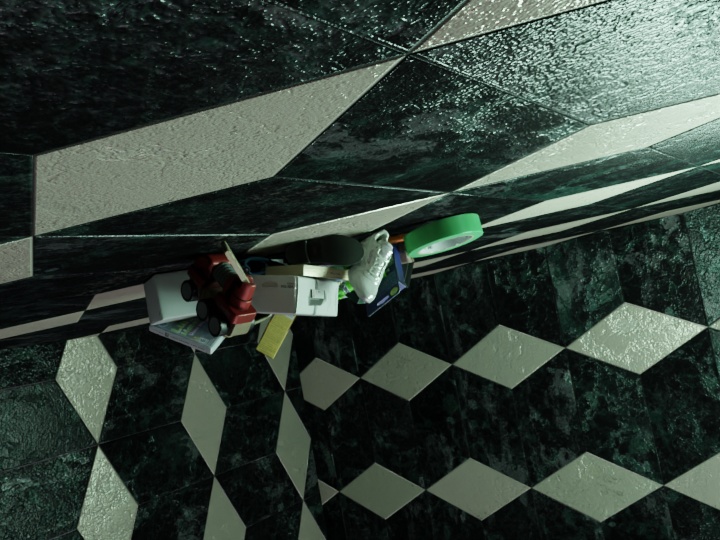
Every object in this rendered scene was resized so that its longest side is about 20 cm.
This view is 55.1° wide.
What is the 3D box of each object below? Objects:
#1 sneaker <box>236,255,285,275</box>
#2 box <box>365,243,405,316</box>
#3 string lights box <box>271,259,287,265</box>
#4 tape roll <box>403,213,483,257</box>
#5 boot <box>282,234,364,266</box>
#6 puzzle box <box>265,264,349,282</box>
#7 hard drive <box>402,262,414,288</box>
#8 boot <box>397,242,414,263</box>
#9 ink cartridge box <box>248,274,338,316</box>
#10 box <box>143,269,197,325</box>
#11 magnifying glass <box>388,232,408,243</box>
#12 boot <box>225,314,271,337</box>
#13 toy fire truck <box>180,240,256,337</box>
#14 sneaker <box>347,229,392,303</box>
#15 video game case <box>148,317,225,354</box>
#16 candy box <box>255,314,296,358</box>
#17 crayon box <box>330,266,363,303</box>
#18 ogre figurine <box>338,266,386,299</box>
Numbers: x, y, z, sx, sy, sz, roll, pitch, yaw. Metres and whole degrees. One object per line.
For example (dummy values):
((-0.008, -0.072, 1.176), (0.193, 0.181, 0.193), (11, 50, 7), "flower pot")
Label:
((-0.230, 0.006, 1.645), (0.081, 0.075, 0.198), (-16, 167, 37), "sneaker")
((0.058, 0.024, 1.802), (0.032, 0.202, 0.121), (34, 121, -31), "box")
((-0.293, 0.020, 1.830), (0.197, 0.060, 0.102), (-14, 175, 33), "string lights box")
((0.206, -0.086, 1.725), (0.196, 0.049, 0.201), (-16, 172, -2), "tape roll")
((-0.091, -0.038, 1.633), (0.195, 0.071, 0.174), (0, 175, -2), "boot")
((-0.111, 0.009, 1.628), (0.131, 0.026, 0.198), (-2, 174, 41), "puzzle box")
((0.064, 0.003, 2.033), (0.196, 0.142, 0.033), (-11, 137, 32), "hard drive")
((0.072, -0.030, 1.925), (0.144, 0.071, 0.200), (-24, -176, 5), "boot")
((-0.157, 0.060, 1.589), (0.144, 0.085, 0.199), (0, 175, 26), "ink cartridge box")
((-0.416, 0.059, 1.700), (0.196, 0.109, 0.152), (-9, 176, -29), "box")
((0.047, -0.073, 1.801), (0.195, 0.023, 0.080), (-10, 175, 6), "magnifying glass")
((-0.251, 0.088, 1.735), (0.199, 0.073, 0.154), (-37, -174, -38), "boot")
((-0.283, 0.013, 1.427), (0.127, 0.176, 0.202), (-5, 130, -49), "toy fire truck")
((0.026, -0.017, 1.594), (0.074, 0.203, 0.099), (34, 130, -26), "sneaker")
((-0.416, 0.123, 1.787), (0.178, 0.024, 0.201), (18, -146, 11), "video game case")
((-0.198, 0.116, 1.782), (0.056, 0.203, 0.117), (29, -178, -6), "candy box")
((-0.022, 0.029, 1.951), (0.124, 0.053, 0.199), (1, -156, -45), "crayon box")
((0.000, 0.000, 1.783), (0.118, 0.100, 0.199), (-25, 177, 25), "ogre figurine")
